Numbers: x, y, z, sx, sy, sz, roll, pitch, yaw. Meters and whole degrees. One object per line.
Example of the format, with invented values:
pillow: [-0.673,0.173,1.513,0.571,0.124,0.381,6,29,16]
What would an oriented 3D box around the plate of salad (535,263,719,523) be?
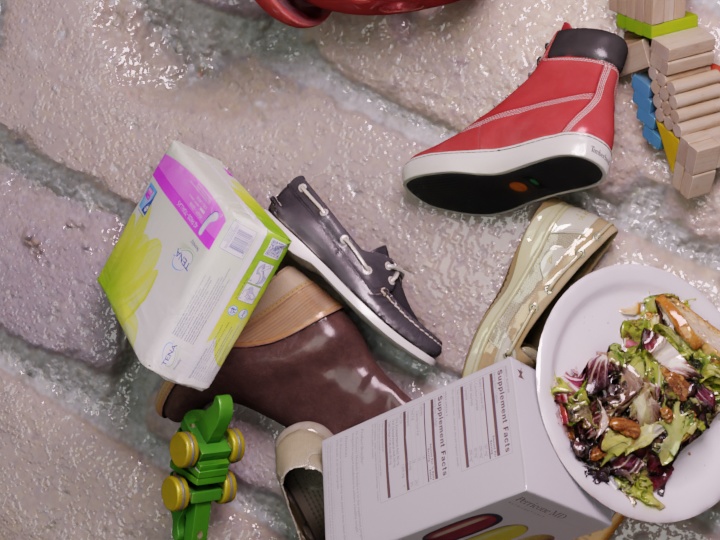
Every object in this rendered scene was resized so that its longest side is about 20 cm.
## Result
plate of salad: [0.224,0.090,1.163,0.048,0.200,0.201,-30,77,61]

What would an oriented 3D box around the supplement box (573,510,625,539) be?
supplement box: [0.161,0.213,1.237,0.069,0.067,0.200,36,101,17]

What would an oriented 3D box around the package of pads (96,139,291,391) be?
package of pads: [-0.148,-0.005,1.295,0.155,0.068,0.200,-60,30,10]

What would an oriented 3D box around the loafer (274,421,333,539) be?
loafer: [-0.016,0.224,1.281,0.076,0.068,0.200,-31,97,20]

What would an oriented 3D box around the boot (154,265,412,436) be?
boot: [-0.070,0.114,1.319,0.200,0.072,0.166,-42,81,22]

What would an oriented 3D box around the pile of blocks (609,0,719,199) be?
pile of blocks: [0.252,-0.160,1.216,0.062,0.082,0.201,-16,95,-23]

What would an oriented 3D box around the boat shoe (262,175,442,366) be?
boat shoe: [0.000,0.000,1.295,0.200,0.074,0.060,41,86,15]

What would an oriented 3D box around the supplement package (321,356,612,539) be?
supplement package: [0.079,0.164,1.197,0.200,0.114,0.110,-28,52,35]

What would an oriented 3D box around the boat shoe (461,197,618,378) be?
boat shoe: [0.141,0.043,1.243,0.063,0.073,0.201,25,91,23]

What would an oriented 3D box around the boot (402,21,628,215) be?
boot: [0.127,-0.128,1.254,0.200,0.072,0.145,-10,56,41]

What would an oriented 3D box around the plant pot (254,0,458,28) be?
plant pot: [-0.003,-0.300,1.234,0.182,0.200,0.201,-9,87,28]

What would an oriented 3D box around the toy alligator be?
toy alligator: [-0.146,0.190,1.323,0.054,0.059,0.201,34,118,47]
